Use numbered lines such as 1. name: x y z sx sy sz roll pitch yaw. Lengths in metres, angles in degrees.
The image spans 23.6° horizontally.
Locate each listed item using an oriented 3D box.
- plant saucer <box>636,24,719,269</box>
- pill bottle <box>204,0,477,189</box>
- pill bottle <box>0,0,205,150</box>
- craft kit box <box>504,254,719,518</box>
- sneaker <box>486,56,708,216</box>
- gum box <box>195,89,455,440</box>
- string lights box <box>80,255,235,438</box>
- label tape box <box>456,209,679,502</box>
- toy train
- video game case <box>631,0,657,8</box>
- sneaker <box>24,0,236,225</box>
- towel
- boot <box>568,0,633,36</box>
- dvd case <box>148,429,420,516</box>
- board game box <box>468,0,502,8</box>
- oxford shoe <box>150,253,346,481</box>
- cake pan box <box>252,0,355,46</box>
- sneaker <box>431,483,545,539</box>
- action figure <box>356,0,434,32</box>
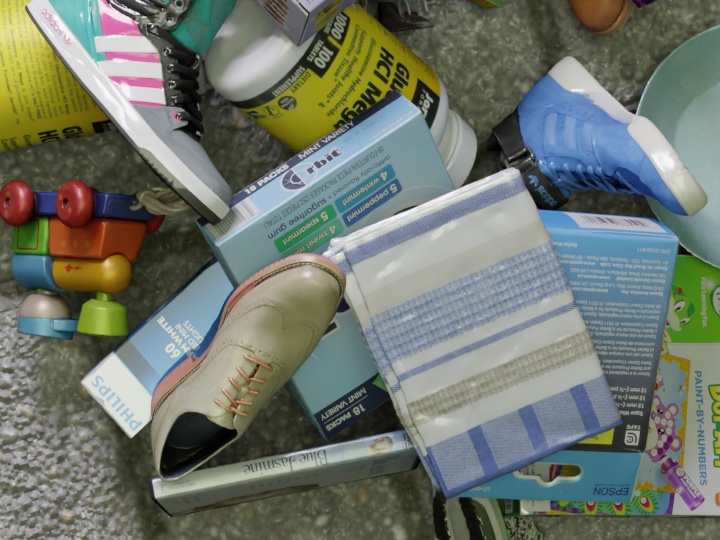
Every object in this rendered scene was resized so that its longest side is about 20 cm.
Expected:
1. plant saucer: 0.306 -0.091 1.337 0.198 0.039 0.203 0 80 -2
2. pill bottle: -0.008 -0.126 1.257 0.199 0.112 0.113 36 88 -34
3. pill bottle: -0.218 -0.154 1.267 0.198 0.112 0.114 -11 91 -3
4. craft kit box: 0.205 0.088 1.308 0.195 0.048 0.202 2 79 -15
5. sneaker: 0.166 -0.072 1.274 0.111 0.200 0.077 -42 133 3
6. gum box: 0.000 0.000 1.231 0.169 0.045 0.201 -33 128 -9
7. string lights box: -0.113 0.033 1.287 0.200 0.103 0.059 -42 94 -3
8. label tape box: 0.138 0.060 1.234 0.142 0.066 0.202 3 107 -12
9. toy train: -0.180 -0.004 1.243 0.084 0.199 0.117 3 90 -47
10. video game case: 0.178 -0.324 1.262 0.200 0.036 0.182 41 55 -28
11. sneaker: -0.122 -0.139 1.166 0.120 0.084 0.200 -39 82 -2
12. towel: 0.078 0.044 1.175 0.146 0.024 0.202 -23 103 7
13. boot: 0.128 -0.267 1.273 0.154 0.076 0.202 -15 101 -40
14. dvd case: -0.051 0.150 1.272 0.198 0.143 0.018 -11 77 -4
15. board game box: 0.090 -0.311 1.307 0.095 0.030 0.202 18 80 -39
16. oxford shoe: -0.075 0.071 1.168 0.070 0.074 0.200 28 123 -20
17. cake pan box: -0.044 -0.280 1.176 0.200 0.052 0.184 44 64 6
18. sneaker: 0.096 0.135 1.331 0.088 0.077 0.202 -8 89 -35
19. action figure: 0.006 -0.281 1.307 0.129 0.069 0.202 -9 99 -22
